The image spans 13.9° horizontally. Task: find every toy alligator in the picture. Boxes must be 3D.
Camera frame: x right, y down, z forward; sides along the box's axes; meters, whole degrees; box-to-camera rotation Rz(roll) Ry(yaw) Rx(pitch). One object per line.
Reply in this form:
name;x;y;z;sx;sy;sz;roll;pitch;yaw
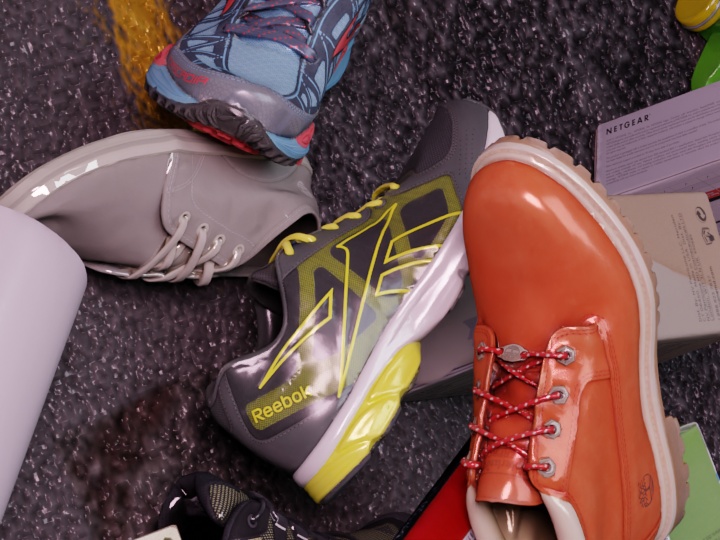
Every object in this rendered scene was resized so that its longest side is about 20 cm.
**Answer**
toy alligator;0.227;-0.182;1.718;0.059;0.054;0.200;38;50;-33

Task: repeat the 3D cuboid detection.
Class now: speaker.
speaker;-0.171;0.072;1.141;0.081;0.081;0.200;39;53;-31

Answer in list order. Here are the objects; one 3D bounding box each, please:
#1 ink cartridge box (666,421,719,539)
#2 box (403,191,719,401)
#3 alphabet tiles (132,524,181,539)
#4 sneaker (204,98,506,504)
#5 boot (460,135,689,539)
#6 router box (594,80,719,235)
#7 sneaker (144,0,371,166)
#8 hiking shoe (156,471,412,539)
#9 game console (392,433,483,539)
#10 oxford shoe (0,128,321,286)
ink cartridge box;0.145;0.184;1.440;0.059;0.104;0.201;-24;93;-49
box;0.090;0.012;1.457;0.200;0.095;0.078;-3;76;-50
alphabet tiles;-0.104;0.201;1.177;0.200;0.006;0.167;-19;90;-30
sneaker;0.000;0.000;1.301;0.084;0.074;0.200;28;66;-6
boot;0.077;0.047;1.245;0.107;0.075;0.201;-37;116;-48
router box;0.257;-0.052;1.589;0.179;0.200;0.049;27;56;-41
sneaker;-0.038;-0.117;1.323;0.079;0.096;0.200;24;23;-2
hiking shoe;-0.038;0.128;1.278;0.200;0.076;0.101;-24;99;-49
game console;0.036;0.185;1.295;0.173;0.119;0.200;58;34;-11
oxford shoe;-0.082;-0.022;1.291;0.200;0.075;0.058;-2;63;-53
